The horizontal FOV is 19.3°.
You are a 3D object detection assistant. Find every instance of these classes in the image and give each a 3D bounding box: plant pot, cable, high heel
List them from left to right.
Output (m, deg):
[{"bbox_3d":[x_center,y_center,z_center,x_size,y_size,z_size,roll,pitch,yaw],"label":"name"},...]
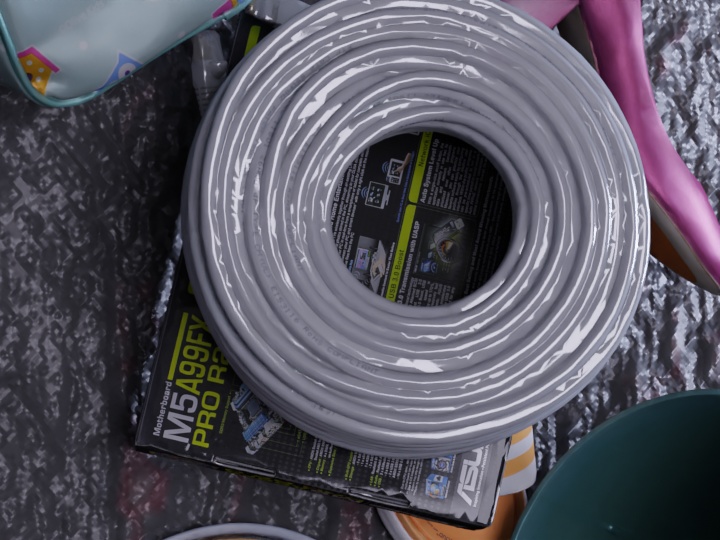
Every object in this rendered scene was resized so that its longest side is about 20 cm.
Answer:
[{"bbox_3d":[0.025,-0.023,0.881,0.199,0.069,0.201,1,82,-5],"label":"cable"},{"bbox_3d":[0.143,-0.087,1.038,0.096,0.067,0.200,-39,94,-13],"label":"high heel"},{"bbox_3d":[0.187,0.174,0.989,0.161,0.200,0.201,29,74,-51],"label":"plant pot"}]

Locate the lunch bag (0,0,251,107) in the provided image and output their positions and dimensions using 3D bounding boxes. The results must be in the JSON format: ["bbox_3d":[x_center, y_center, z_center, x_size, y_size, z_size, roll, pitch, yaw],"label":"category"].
[{"bbox_3d":[-0.100,-0.178,0.880,0.200,0.077,0.161,-38,123,-25],"label":"lunch bag"}]

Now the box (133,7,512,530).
[{"bbox_3d":[0.000,0.000,0.934,0.160,0.044,0.201,13,81,-3],"label":"box"}]

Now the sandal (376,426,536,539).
[{"bbox_3d":[0.038,0.047,0.980,0.079,0.059,0.207,-18,98,-28],"label":"sandal"}]

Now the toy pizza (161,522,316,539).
[{"bbox_3d":[-0.054,0.214,0.941,0.200,0.032,0.201,1,89,-29],"label":"toy pizza"}]
